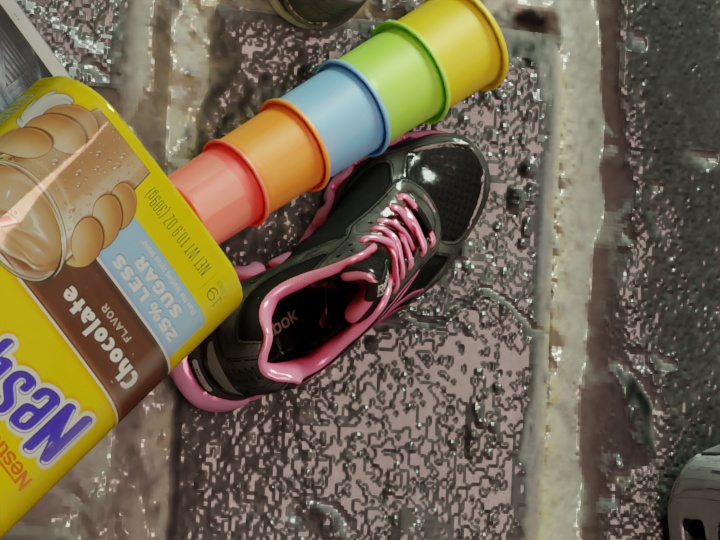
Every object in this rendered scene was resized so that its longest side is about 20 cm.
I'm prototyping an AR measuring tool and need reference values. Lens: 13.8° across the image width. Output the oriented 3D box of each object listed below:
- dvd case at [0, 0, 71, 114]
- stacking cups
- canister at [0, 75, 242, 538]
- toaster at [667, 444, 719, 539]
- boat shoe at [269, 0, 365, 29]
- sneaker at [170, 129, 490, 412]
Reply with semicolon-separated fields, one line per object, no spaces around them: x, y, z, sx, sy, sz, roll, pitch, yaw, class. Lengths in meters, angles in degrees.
-0.190;-0.043;1.382;0.150;0.025;0.200;-43;107;-22;dvd case
-0.017;-0.067;1.451;0.200;0.060;0.061;-36;105;-28;stacking cups
-0.166;0.027;1.333;0.200;0.086;0.149;-45;110;-23;canister
0.243;0.167;1.565;0.129;0.114;0.201;-11;96;-24;toaster
0.021;-0.206;1.483;0.067;0.057;0.200;35;73;-23;boat shoe
0.000;0.000;1.445;0.200;0.095;0.079;-41;105;-25;sneaker
